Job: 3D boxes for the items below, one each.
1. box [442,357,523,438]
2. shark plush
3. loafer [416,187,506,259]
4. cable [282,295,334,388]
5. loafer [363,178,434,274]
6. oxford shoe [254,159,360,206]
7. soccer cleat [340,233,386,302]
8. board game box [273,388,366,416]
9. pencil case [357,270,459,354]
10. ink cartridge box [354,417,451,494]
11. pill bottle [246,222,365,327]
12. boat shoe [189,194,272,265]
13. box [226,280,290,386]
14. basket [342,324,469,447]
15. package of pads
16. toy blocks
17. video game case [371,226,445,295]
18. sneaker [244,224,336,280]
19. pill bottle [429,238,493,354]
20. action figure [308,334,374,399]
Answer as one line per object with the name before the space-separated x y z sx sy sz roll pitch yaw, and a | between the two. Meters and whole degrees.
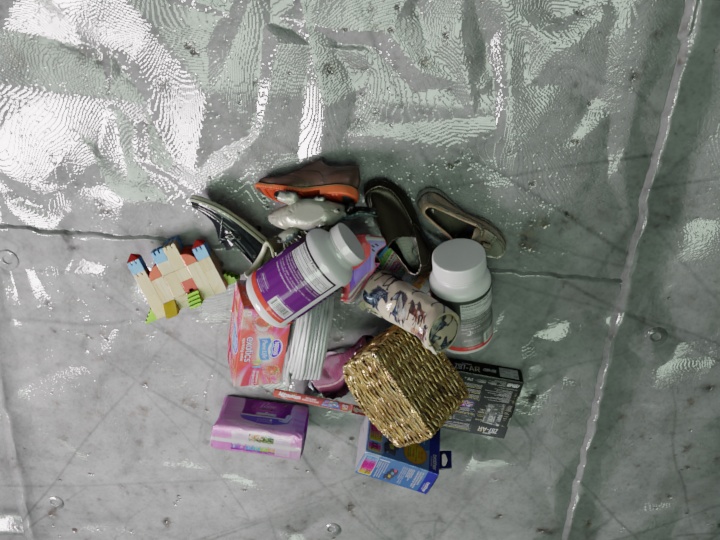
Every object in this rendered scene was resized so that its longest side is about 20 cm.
box | 0.227 0.269 1.631 0.199 0.044 0.161 9 121 -2
shark plush | -0.072 -0.110 1.373 0.199 0.083 0.091 -15 87 10
loafer | 0.185 -0.074 1.417 0.199 0.063 0.072 33 117 -15
cable | -0.095 0.110 1.468 0.069 0.201 0.200 10 145 -8
loafer | 0.072 -0.077 1.401 0.073 0.071 0.200 -32 98 25
oxford shoe | -0.094 -0.160 1.395 0.199 0.073 0.071 5 161 15
soccer cleat | 0.000 0.000 1.446 0.076 0.067 0.200 -4 147 -9
board game box | -0.072 0.273 1.586 0.199 0.020 0.103 5 166 33
pencil case | 0.088 0.075 1.395 0.090 0.200 0.078 -54 137 -5
ink cartridge box | 0.097 0.389 1.659 0.199 0.137 0.077 20 126 -8
pill bottle | -0.092 0.005 1.331 0.200 0.113 0.113 -34 113 16
boat shoe | -0.240 -0.069 1.440 0.200 0.075 0.062 39 82 -22
box | -0.201 0.125 1.527 0.102 0.095 0.201 -1 126 -21
basket | 0.082 0.213 1.466 0.200 0.149 0.143 54 139 -3
package of pads | -0.213 0.336 1.658 0.199 0.121 0.076 7 116 0
toy blocks | -0.353 0.000 1.491 0.199 0.100 0.137 -22 109 4
video game case | 0.130 0.002 1.494 0.199 0.018 0.143 31 119 -14
sneaker | -0.134 -0.037 1.416 0.200 0.067 0.090 -49 139 6
pill bottle | 0.186 0.048 1.426 0.113 0.114 0.201 -5 130 7
action figure | -0.011 0.178 1.578 0.149 0.134 0.200 49 117 7
